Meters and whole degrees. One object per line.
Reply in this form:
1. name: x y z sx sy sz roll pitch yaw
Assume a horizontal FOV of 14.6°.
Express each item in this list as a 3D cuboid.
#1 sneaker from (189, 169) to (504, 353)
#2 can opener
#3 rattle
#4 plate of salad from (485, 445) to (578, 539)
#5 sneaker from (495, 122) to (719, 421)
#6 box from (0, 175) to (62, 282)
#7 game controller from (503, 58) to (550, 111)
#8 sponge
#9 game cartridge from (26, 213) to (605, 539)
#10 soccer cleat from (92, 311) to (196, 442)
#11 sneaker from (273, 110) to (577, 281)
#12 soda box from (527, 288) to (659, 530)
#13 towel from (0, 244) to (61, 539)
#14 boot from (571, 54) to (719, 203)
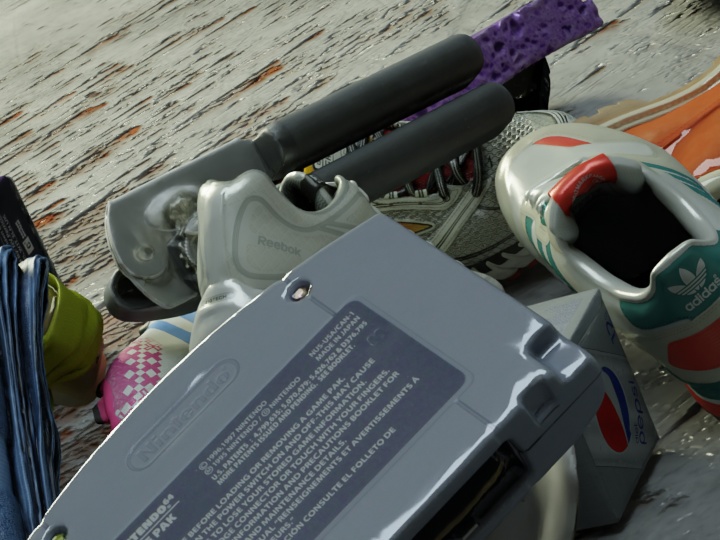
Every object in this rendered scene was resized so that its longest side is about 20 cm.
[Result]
1. sneaker: 0.000 0.000 1.164 0.075 0.082 0.200 -17 -11 30
2. can opener: -0.027 -0.037 1.219 0.199 0.053 0.067 -28 -11 -27
3. rattle: -0.215 0.055 1.196 0.199 0.144 0.130 11 -3 2
4. plate of salad: -0.018 0.097 0.961 0.199 0.048 0.201 -22 43 22
5. sneaker: 0.100 -0.024 1.091 0.070 0.093 0.200 -42 37 1
6. box: -0.246 0.054 1.373 0.147 0.105 0.200 -16 20 23
7. game controller: 0.046 -0.060 1.424 0.104 0.042 0.200 -20 18 13
8. sponge: 0.016 -0.078 1.388 0.200 0.030 0.111 -27 5 40
9. game cartridge: -0.028 0.075 0.924 0.200 0.041 0.133 -45 47 -10
10. soccer cleat: -0.061 0.041 1.219 0.086 0.070 0.200 -33 15 12
11. sneaker: 0.013 -0.034 1.291 0.199 0.082 0.078 -14 54 25
12. soda box: 0.007 0.070 1.066 0.199 0.069 0.063 -14 20 27
13. towel: -0.153 0.092 1.059 0.112 0.048 0.201 -39 49 35
14. boot: 0.179 -0.051 1.205 0.199 0.075 0.107 -30 29 -10
